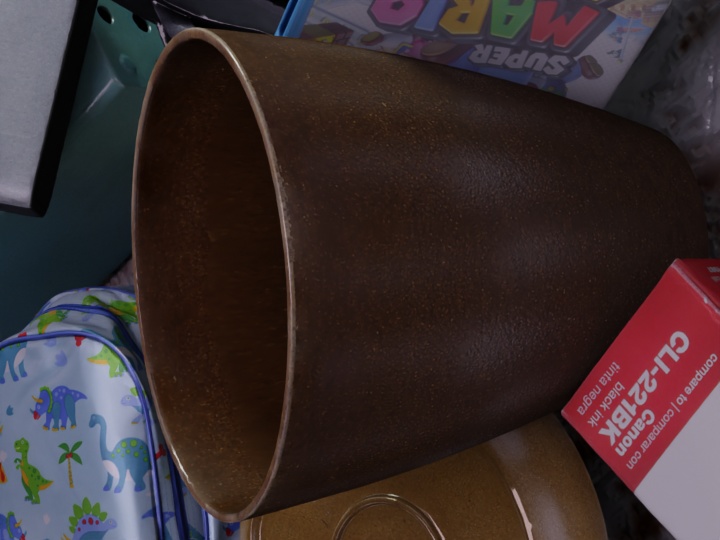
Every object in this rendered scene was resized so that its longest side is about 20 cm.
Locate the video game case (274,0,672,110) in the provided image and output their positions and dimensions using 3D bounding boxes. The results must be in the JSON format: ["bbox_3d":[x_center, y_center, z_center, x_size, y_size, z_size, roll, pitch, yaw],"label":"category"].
[{"bbox_3d":[0.048,-0.108,0.879,0.200,0.142,0.018,119,157,-49],"label":"video game case"}]

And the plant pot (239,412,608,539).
[{"bbox_3d":[0.018,0.129,0.959,0.199,0.027,0.202,3,95,38],"label":"plant pot"}]

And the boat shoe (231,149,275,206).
[{"bbox_3d":[-0.064,-0.027,1.027,0.073,0.200,0.063,29,81,-4],"label":"boat shoe"}]

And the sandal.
[{"bbox_3d":[-0.069,-0.103,0.991,0.199,0.076,0.043,30,76,8],"label":"sandal"}]

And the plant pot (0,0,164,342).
[{"bbox_3d":[-0.179,-0.070,1.133,0.200,0.141,0.142,-38,68,27],"label":"plant pot"}]

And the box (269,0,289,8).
[{"bbox_3d":[0.022,-0.191,0.984,0.199,0.107,0.150,11,81,35],"label":"box"}]

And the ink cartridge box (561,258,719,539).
[{"bbox_3d":[0.197,0.091,0.843,0.200,0.144,0.084,48,117,28],"label":"ink cartridge box"}]

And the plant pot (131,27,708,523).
[{"bbox_3d":[0.030,-0.006,0.873,0.187,0.198,0.189,175,90,-68],"label":"plant pot"}]

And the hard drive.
[{"bbox_3d":[-0.232,-0.110,1.044,0.198,0.033,0.141,10,79,9],"label":"hard drive"}]

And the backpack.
[{"bbox_3d":[-0.111,0.106,1.090,0.162,0.153,0.202,-4,74,43],"label":"backpack"}]
